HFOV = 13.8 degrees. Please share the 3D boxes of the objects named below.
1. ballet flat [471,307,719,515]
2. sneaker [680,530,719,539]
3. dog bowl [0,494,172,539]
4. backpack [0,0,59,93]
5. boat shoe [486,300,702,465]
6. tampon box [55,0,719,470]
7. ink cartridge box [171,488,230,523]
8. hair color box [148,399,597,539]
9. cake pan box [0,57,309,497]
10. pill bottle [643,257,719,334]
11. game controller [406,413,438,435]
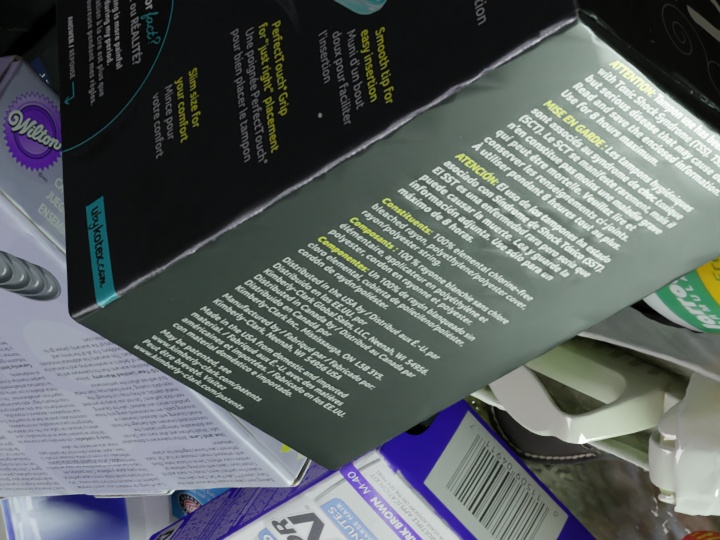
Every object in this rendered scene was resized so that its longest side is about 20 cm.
[{"bbox_3d":[0.105,0.051,1.030,0.200,0.069,0.070,23,135,41],"label":"ballet flat"},{"bbox_3d":[0.148,0.194,1.209,0.077,0.073,0.201,19,130,54],"label":"sneaker"},{"bbox_3d":[-0.160,0.055,1.390,0.200,0.079,0.201,163,90,-73],"label":"dog bowl"},{"bbox_3d":[-0.152,-0.117,1.183,0.153,0.200,0.176,33,157,29],"label":"backpack"},{"bbox_3d":[0.101,0.037,1.132,0.073,0.065,0.200,56,145,-1],"label":"boat shoe"},{"bbox_3d":[0.019,-0.059,0.937,0.200,0.150,0.126,-29,137,29],"label":"tampon box"},{"bbox_3d":[-0.024,0.163,1.387,0.116,0.068,0.201,24,135,36],"label":"ink cartridge box"},{"bbox_3d":[-0.008,0.132,1.247,0.109,0.065,0.200,47,135,-10],"label":"hair color box"},{"bbox_3d":[-0.132,0.011,1.067,0.200,0.052,0.184,-8,134,48],"label":"cake pan box"},{"bbox_3d":[0.148,-0.033,0.974,0.200,0.113,0.113,3,121,49],"label":"pill bottle"},{"bbox_3d":[0.000,0.000,1.150,0.105,0.042,0.200,63,-171,-10],"label":"game controller"}]
